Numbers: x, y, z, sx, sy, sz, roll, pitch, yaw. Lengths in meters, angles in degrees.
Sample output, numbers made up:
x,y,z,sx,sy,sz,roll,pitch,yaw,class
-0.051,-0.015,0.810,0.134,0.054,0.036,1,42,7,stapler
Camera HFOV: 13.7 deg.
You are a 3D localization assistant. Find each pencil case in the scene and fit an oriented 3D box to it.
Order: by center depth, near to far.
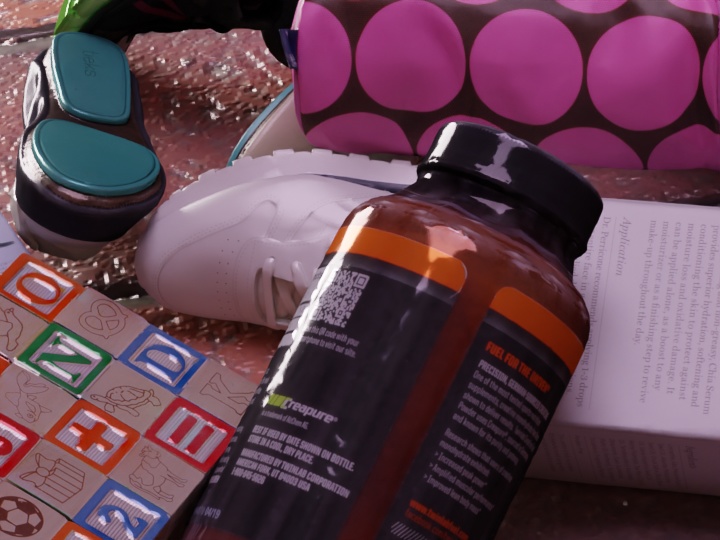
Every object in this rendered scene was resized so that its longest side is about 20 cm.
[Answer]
x,y,z,sx,sy,sz,roll,pitch,yaw,class
0.068,-0.093,1.305,0.199,0.094,0.091,3,13,7,pencil case

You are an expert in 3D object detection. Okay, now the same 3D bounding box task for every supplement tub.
x,y,z,sx,sy,sz,roll,pitch,yaw,class
0.019,0.047,1.121,0.107,0.107,0.200,21,77,31,supplement tub

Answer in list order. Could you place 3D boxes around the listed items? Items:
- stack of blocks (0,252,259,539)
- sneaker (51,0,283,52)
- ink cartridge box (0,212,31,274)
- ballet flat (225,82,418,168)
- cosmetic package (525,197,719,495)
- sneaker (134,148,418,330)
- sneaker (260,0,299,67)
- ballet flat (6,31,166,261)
x,y,z,sx,sy,sz,roll,pitch,yaw,class
-0.131,0.089,1.103,0.115,0.059,0.200,29,38,8,stack of blocks
-0.083,-0.136,1.444,0.200,0.084,0.077,-29,27,51,sneaker
-0.191,0.029,1.302,0.119,0.042,0.200,-18,39,-18,ink cartridge box
0.013,-0.078,1.414,0.069,0.070,0.200,17,40,27,ballet flat
0.149,0.033,1.198,0.199,0.071,0.102,5,67,13,cosmetic package
0.000,0.000,1.298,0.199,0.077,0.081,-4,44,3,sneaker
0.004,-0.160,1.541,0.087,0.074,0.200,-9,29,48,sneaker
-0.127,-0.045,1.367,0.073,0.073,0.200,-6,25,-3,ballet flat
